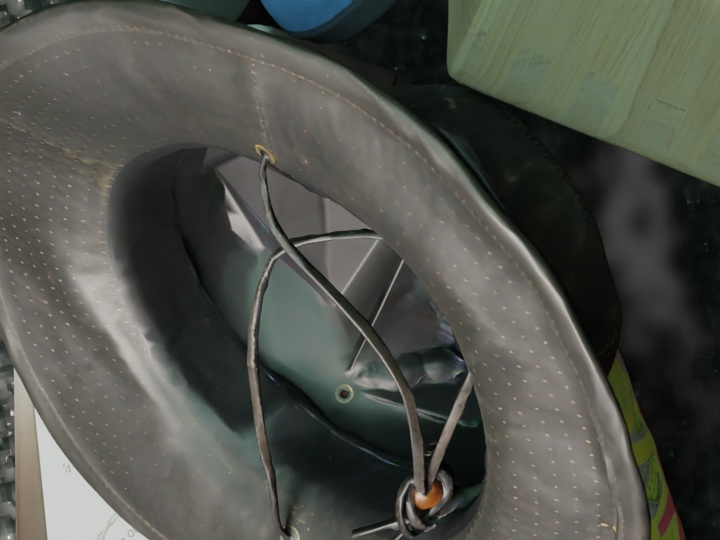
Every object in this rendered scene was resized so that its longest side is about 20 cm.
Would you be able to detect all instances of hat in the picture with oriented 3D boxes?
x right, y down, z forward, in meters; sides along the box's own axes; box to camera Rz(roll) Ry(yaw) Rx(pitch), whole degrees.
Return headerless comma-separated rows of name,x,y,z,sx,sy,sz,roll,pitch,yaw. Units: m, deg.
hat,0.000,0.000,0.676,0.200,0.201,0.081,28,52,24

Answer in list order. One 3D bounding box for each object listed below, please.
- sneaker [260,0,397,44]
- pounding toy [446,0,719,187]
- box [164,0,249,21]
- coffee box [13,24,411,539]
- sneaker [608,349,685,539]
sneaker,0.002,-0.151,0.694,0.066,0.078,0.200,50,123,47
pounding toy,0.122,-0.138,0.710,0.142,0.200,0.184,21,117,-8
box,-0.058,-0.176,0.752,0.106,0.200,0.152,33,78,21
coffee box,-0.037,0.042,0.794,0.080,0.114,0.200,-3,85,21
sneaker,0.049,0.076,0.738,0.078,0.090,0.200,-23,58,3
